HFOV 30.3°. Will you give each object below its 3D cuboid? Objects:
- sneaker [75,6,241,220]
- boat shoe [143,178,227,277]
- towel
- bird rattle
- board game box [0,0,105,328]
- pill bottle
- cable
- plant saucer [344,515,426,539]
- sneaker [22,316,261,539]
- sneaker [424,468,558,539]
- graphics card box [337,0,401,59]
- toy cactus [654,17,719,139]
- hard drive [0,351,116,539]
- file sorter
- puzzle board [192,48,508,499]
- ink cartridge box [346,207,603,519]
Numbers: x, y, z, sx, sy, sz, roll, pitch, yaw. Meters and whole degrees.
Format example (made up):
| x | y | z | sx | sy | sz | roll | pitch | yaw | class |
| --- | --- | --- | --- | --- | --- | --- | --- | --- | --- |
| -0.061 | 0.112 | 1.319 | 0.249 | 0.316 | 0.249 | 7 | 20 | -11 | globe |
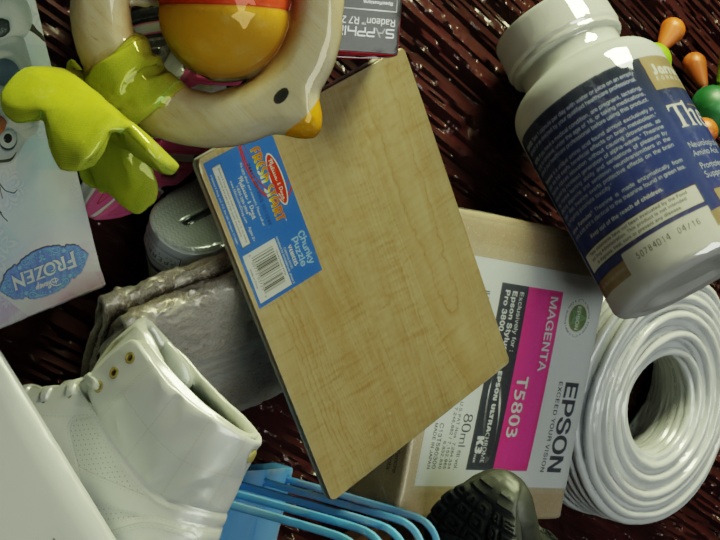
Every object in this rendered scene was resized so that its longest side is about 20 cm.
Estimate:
| x | y | z | sx | sy | sz | roll | pitch | yaw | class |
| --- | --- | --- | --- | --- | --- | --- | --- | --- | --- |
| -0.109 | -0.124 | 0.708 | 0.201 | 0.087 | 0.074 | -60 | 158 | 15 | sneaker |
| -0.048 | -0.038 | 0.787 | 0.199 | 0.072 | 0.062 | -25 | 152 | -35 | boat shoe |
| -0.069 | 0.035 | 0.751 | 0.199 | 0.035 | 0.133 | -23 | 150 | -34 | towel |
| -0.088 | -0.130 | 0.629 | 0.161 | 0.113 | 0.203 | 3 | 83 | -5 | bird rattle |
| -0.236 | -0.054 | 0.630 | 0.199 | 0.043 | 0.201 | -24 | 113 | -35 | board game box |
| 0.169 | -0.080 | 0.870 | 0.110 | 0.111 | 0.202 | -14 | 70 | -37 | pill bottle |
| 0.214 | 0.094 | 1.021 | 0.199 | 0.069 | 0.202 | 28 | 81 | -40 | cable |
| 0.035 | 0.260 | 0.928 | 0.199 | 0.037 | 0.203 | -9 | 105 | -38 | plant saucer |
| -0.140 | 0.067 | 0.644 | 0.116 | 0.199 | 0.074 | -62 | 165 | 1 | sneaker |
| 0.095 | 0.187 | 0.865 | 0.090 | 0.076 | 0.201 | -31 | 144 | -26 | sneaker |
| -0.013 | -0.218 | 0.726 | 0.050 | 0.125 | 0.203 | 0 | 99 | -18 | graphics card box |
| 0.249 | -0.096 | 1.007 | 0.201 | 0.101 | 0.166 | -53 | 137 | -29 | toy cactus |
| -0.189 | 0.110 | 0.575 | 0.131 | 0.026 | 0.201 | -32 | 86 | -11 | hard drive |
| -0.040 | 0.190 | 0.733 | 0.200 | 0.121 | 0.140 | 26 | 77 | -74 | file sorter |
| 0.000 | 0.000 | 0.731 | 0.150 | 0.017 | 0.202 | -33 | 111 | -32 | puzzle board |
| 0.077 | 0.063 | 0.898 | 0.163 | 0.075 | 0.203 | 8 | 94 | -39 | ink cartridge box |
